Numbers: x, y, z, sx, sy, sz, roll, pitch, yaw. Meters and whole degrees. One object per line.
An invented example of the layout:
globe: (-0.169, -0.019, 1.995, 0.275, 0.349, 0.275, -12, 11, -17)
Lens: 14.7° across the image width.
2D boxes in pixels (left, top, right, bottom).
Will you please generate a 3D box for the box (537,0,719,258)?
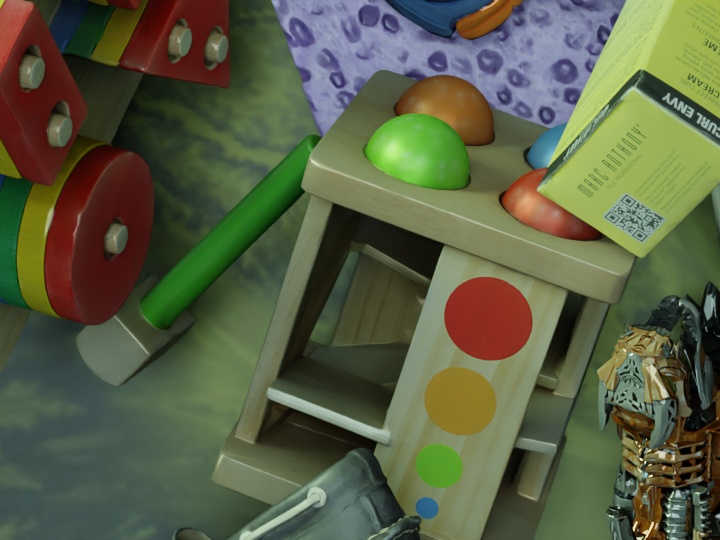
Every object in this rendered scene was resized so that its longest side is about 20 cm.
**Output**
box: (0.132, -0.102, 1.044, 0.050, 0.075, 0.201, 32, 50, -7)

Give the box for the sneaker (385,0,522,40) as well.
sneaker: (-0.014, -0.174, 1.122, 0.199, 0.078, 0.075, 33, 79, 23)

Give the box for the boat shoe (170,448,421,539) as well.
boat shoe: (-0.055, 0.124, 1.053, 0.200, 0.074, 0.061, -29, 87, 41)

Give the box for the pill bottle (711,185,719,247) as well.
pill bottle: (0.237, -0.050, 1.094, 0.199, 0.120, 0.120, -8, 89, 6)

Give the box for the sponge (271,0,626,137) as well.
sponge: (0.069, -0.110, 1.155, 0.199, 0.030, 0.112, -22, 87, 6)

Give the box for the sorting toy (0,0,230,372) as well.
sorting toy: (-0.111, -0.085, 1.050, 0.069, 0.199, 0.201, 14, 65, 19)

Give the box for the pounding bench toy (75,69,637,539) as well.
pounding bench toy: (0.000, 0.000, 1.089, 0.199, 0.124, 0.157, 20, 113, 5)

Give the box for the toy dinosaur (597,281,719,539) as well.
toy dinosaur: (0.136, 0.081, 1.090, 0.102, 0.200, 0.136, 30, 59, 18)
